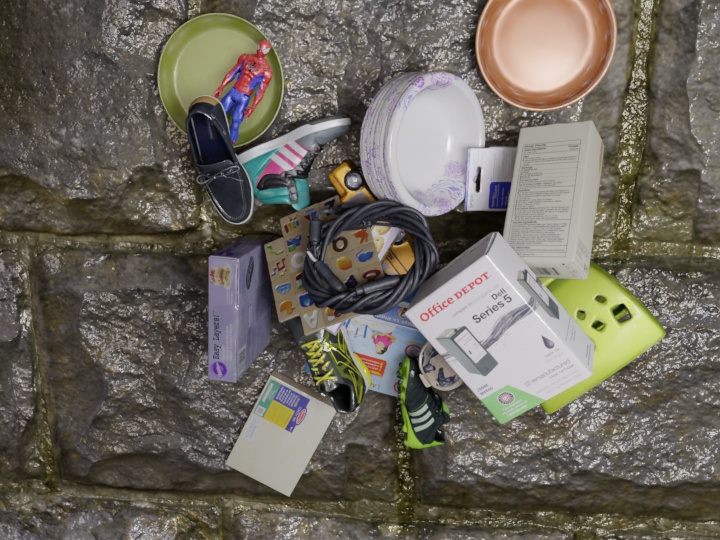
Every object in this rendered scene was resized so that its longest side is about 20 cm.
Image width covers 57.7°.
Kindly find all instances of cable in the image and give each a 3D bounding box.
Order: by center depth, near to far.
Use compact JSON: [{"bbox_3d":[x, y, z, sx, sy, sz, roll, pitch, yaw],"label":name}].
[{"bbox_3d":[0.009,-0.017,0.895,0.199,0.051,0.164,7,70,23],"label":"cable"}]

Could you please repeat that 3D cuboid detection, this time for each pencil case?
[{"bbox_3d":[0.159,0.132,0.999,0.078,0.200,0.090,42,110,23],"label":"pencil case"}]

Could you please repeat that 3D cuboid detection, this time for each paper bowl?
[{"bbox_3d":[0.080,-0.184,0.948,0.104,0.200,0.201,19,111,46],"label":"paper bowl"}]

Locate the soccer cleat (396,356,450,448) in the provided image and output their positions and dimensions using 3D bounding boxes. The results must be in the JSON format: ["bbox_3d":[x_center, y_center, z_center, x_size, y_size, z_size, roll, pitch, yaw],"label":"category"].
[{"bbox_3d":[0.100,0.208,1.036,0.081,0.068,0.200,-4,129,4],"label":"soccer cleat"}]

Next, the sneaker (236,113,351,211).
[{"bbox_3d":[-0.090,-0.156,1.012,0.200,0.084,0.121,-20,96,18],"label":"sneaker"}]

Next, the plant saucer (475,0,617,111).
[{"bbox_3d":[0.267,-0.335,0.955,0.199,0.037,0.201,1,104,5],"label":"plant saucer"}]

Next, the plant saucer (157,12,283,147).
[{"bbox_3d":[-0.215,-0.293,1.020,0.199,0.031,0.201,2,105,6],"label":"plant saucer"}]

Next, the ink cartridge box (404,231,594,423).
[{"bbox_3d":[0.178,0.074,0.842,0.200,0.084,0.145,48,122,-5],"label":"ink cartridge box"}]

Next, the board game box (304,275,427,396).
[{"bbox_3d":[0.024,0.101,1.048,0.199,0.056,0.196,15,126,2],"label":"board game box"}]

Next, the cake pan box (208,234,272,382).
[{"bbox_3d":[-0.184,0.056,1.026,0.052,0.184,0.201,5,105,9],"label":"cake pan box"}]

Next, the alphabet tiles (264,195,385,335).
[{"bbox_3d":[-0.056,-0.011,0.952,0.166,0.006,0.200,-22,61,11],"label":"alphabet tiles"}]

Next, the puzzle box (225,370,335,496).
[{"bbox_3d":[-0.140,0.291,1.161,0.133,0.025,0.200,28,105,-1],"label":"puzzle box"}]

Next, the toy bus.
[{"bbox_3d":[0.017,-0.077,1.032,0.078,0.065,0.200,-37,98,15],"label":"toy bus"}]

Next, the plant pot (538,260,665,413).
[{"bbox_3d":[0.295,0.060,0.974,0.199,0.200,0.182,-40,90,14],"label":"plant pot"}]

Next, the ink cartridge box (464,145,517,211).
[{"bbox_3d":[0.251,-0.138,0.984,0.199,0.037,0.095,-2,105,-10],"label":"ink cartridge box"}]

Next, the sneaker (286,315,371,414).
[{"bbox_3d":[-0.048,0.136,1.000,0.074,0.085,0.200,-25,115,25],"label":"sneaker"}]

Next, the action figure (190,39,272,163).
[{"bbox_3d":[-0.186,-0.256,0.989,0.065,0.052,0.200,32,104,2],"label":"action figure"}]

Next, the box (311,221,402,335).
[{"bbox_3d":[0.000,0.000,0.957,0.041,0.039,0.200,32,81,7],"label":"box"}]

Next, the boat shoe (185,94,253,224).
[{"bbox_3d":[-0.212,-0.156,0.970,0.074,0.062,0.200,-7,118,9],"label":"boat shoe"}]

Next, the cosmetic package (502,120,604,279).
[{"bbox_3d":[0.259,-0.093,0.880,0.105,0.071,0.201,3,71,36],"label":"cosmetic package"}]
